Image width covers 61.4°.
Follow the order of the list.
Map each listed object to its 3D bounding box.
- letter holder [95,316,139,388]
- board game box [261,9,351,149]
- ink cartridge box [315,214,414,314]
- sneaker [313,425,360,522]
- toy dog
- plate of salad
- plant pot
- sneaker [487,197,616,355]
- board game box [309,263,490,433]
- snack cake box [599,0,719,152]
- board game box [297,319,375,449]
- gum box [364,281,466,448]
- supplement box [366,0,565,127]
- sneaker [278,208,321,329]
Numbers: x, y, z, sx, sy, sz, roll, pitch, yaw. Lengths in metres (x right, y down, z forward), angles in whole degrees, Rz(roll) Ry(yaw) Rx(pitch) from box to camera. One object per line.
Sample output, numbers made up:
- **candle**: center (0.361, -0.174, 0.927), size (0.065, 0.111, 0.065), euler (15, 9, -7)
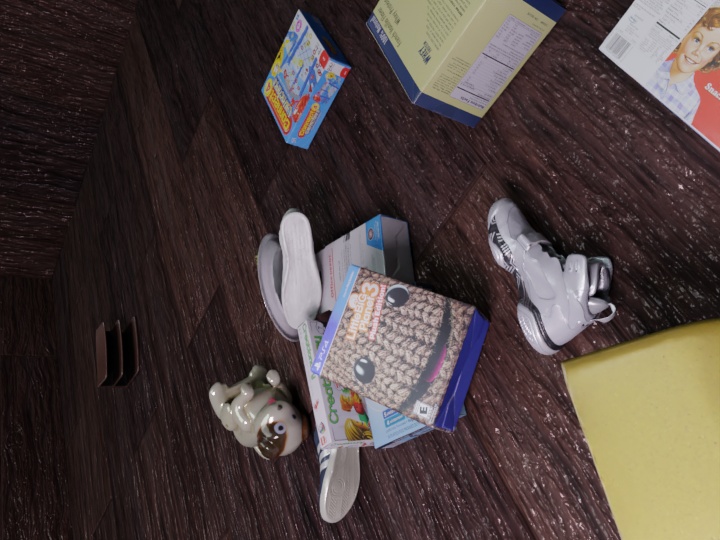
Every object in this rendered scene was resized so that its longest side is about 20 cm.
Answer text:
- **letter holder**: center (-0.805, 0.266, 2.012), size (0.142, 0.099, 0.205), euler (-40, 54, 38)
- **board game box**: center (-0.120, -0.399, 1.266), size (0.198, 0.055, 0.203), euler (-55, 45, 31)
- **ink cartridge box**: center (0.000, 0.000, 1.030), size (0.198, 0.066, 0.120), euler (-26, 63, 48)
- **sneaker**: center (-0.048, 0.318, 1.040), size (0.083, 0.074, 0.207), euler (-9, 67, 49)
- **toy dog**: center (-0.189, 0.293, 1.176), size (0.197, 0.136, 0.201), euler (3, 99, 52)
- **plate of salad**: center (-0.148, 0.033, 1.126), size (0.047, 0.200, 0.206), euler (-15, 69, 18)
- **plant pot**: center (0.322, 0.139, 0.501), size (0.198, 0.192, 0.200), euler (-32, 59, 34)
- **sneaker**: center (0.231, -0.013, 0.731), size (0.114, 0.074, 0.206), euler (-34, 63, 43)
- **board game box**: center (0.055, 0.105, 0.835), size (0.195, 0.097, 0.164), euler (17, 81, 29)
- **snack cake box**: center (0.352, -0.213, 0.610), size (0.116, 0.066, 0.203), euler (-52, 47, 30)
- **board game box**: center (-0.028, 0.182, 0.989), size (0.034, 0.124, 0.205), euler (-39, 55, 40)
- **gum box**: center (0.067, 0.149, 0.937), size (0.169, 0.044, 0.206), euler (-37, 57, 42)
- **supplement box**: center (0.139, -0.358, 0.858), size (0.201, 0.131, 0.204), euler (-50, 48, 34)
- **sneaker**: center (-0.109, -0.009, 1.082), size (0.116, 0.071, 0.207), euler (-120, 29, -75)
